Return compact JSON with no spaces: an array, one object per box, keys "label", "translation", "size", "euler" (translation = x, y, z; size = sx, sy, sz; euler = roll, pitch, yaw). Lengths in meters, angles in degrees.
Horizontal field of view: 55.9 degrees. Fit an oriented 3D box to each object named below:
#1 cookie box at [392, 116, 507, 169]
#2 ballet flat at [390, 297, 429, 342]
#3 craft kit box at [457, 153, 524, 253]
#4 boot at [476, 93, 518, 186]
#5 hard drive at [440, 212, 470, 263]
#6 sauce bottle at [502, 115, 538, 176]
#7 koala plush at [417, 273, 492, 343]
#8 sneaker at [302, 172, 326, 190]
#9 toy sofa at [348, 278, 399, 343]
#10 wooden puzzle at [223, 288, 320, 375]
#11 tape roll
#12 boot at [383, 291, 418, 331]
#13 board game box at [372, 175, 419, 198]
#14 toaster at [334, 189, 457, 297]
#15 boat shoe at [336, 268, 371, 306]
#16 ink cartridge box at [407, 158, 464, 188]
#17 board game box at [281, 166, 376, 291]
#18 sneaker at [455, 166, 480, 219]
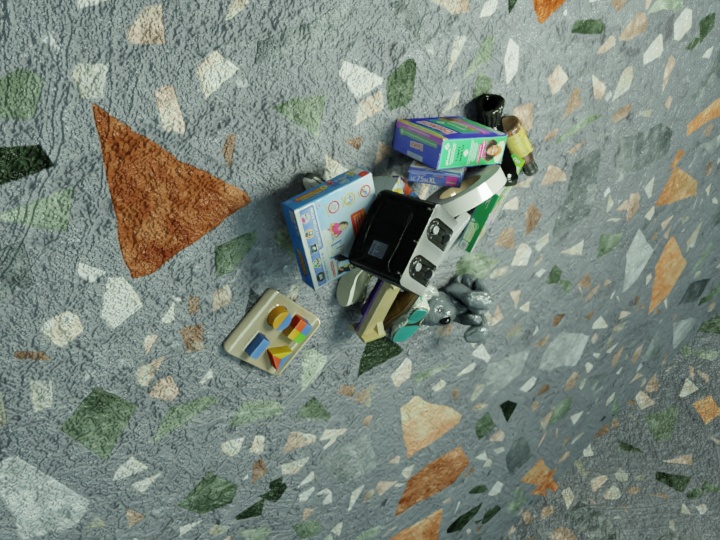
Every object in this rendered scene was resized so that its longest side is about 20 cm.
[{"label":"cookie box","translation":[0.204,-0.295,1.557],"size":[0.199,0.171,0.076],"euler":[-12,121,-33]},{"label":"ballet flat","translation":[0.135,0.126,1.854],"size":[0.071,0.072,0.200],"euler":[-15,155,-31]},{"label":"craft kit box","translation":[0.335,-0.172,1.744],"size":[0.198,0.048,0.201],"euler":[-52,166,-44]},{"label":"boot","translation":[0.325,-0.313,1.630],"size":[0.079,0.212,0.159],"euler":[-9,132,-8]},{"label":"hard drive","translation":[0.227,-0.074,1.757],"size":[0.132,0.027,0.200],"euler":[-47,169,-4]},{"label":"sauce bottle","translation":[0.420,-0.324,1.792],"size":[0.066,0.066,0.200],"euler":[-47,139,-2]},{"label":"koala plush","translation":[0.243,0.102,1.897],"size":[0.198,0.184,0.178],"euler":[-10,128,-8]},{"label":"sneaker","translation":[-0.088,-0.109,1.486],"size":[0.115,0.075,0.201],"euler":[-46,123,-19]},{"label":"toy sofa","translation":[0.041,0.075,1.694],"size":[0.083,0.098,0.201],"euler":[-15,141,-45]},{"label":"wooden puzzle","translation":[-0.203,0.158,1.630],"size":[0.186,0.046,0.200],"euler":[-50,137,1]},{"label":"tape roll","translation":[0.226,-0.171,1.507],"size":[0.202,0.203,0.037],"euler":[-35,103,-15]},{"label":"boot","translation":[0.093,0.079,1.741],"size":[0.074,0.076,0.200],"euler":[-37,174,-46]},{"label":"board game box","translation":[0.094,-0.118,1.589],"size":[0.200,0.103,0.105],"euler":[43,68,-34]},{"label":"toaster","translation":[0.081,-0.058,1.413],"size":[0.118,0.199,0.182],"euler":[31,83,-45]},{"label":"boat shoe","translation":[-0.002,-0.002,1.667],"size":[0.060,0.072,0.203],"euler":[-6,128,-38]},{"label":"ink cartridge box","translation":[0.176,-0.229,1.543],"size":[0.200,0.118,0.042],"euler":[-58,156,-66]},{"label":"board game box","translation":[-0.052,-0.090,1.447],"size":[0.195,0.056,0.201],"euler":[-29,127,-24]},{"label":"sneaker","translation":[0.284,-0.195,1.727],"size":[0.079,0.096,0.200],"euler":[42,88,-11]}]
